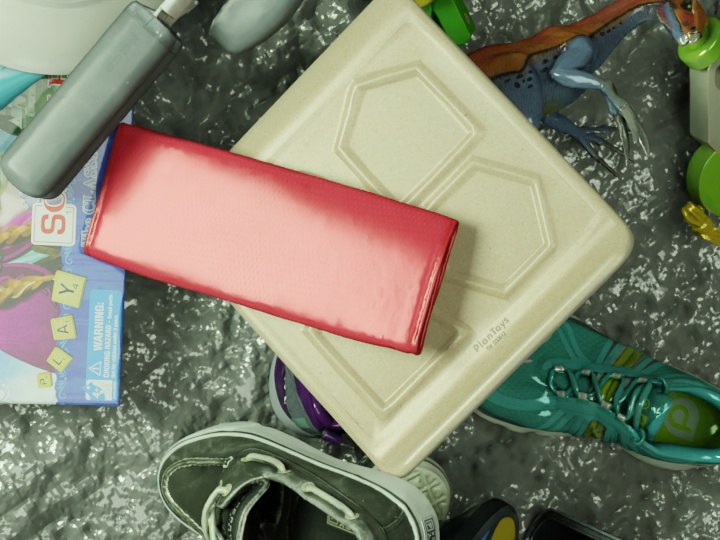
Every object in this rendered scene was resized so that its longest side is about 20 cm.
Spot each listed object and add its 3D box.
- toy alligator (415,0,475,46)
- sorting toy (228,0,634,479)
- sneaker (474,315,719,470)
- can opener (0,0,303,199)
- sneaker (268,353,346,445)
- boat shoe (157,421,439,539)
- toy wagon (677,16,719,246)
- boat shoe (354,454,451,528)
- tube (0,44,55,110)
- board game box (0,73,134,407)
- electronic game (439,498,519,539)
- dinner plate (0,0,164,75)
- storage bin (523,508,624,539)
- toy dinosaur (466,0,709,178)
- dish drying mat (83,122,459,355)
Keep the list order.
[{"bbox_3d":[0.029,-0.167,1.109,0.054,0.059,0.202,-12,113,23],"label":"toy alligator"},{"bbox_3d":[0.020,-0.020,1.021,0.185,0.036,0.200,-45,76,9],"label":"sorting toy"},{"bbox_3d":[0.151,0.072,1.137,0.198,0.080,0.078,15,89,-15],"label":"sneaker"},{"bbox_3d":[-0.103,-0.109,1.007,0.067,0.053,0.200,40,92,2],"label":"can opener"},{"bbox_3d":[0.000,0.000,1.086,0.074,0.087,0.202,8,91,-16],"label":"sneaker"},{"bbox_3d":[-0.051,0.126,1.023,0.063,0.199,0.072,-9,101,-46],"label":"boat shoe"},{"bbox_3d":[0.257,-0.108,1.162,0.155,0.040,0.201,36,93,-29],"label":"toy wagon"},{"bbox_3d":[-0.006,0.190,1.110,0.074,0.062,0.202,18,103,-18],"label":"boat shoe"},{"bbox_3d":[-0.254,-0.066,0.994,0.077,0.050,0.200,46,72,-18],"label":"tube"},{"bbox_3d":[-0.227,-0.028,1.045,0.197,0.041,0.202,2,91,-16],"label":"board game box"},{"bbox_3d":[0.039,0.221,1.064,0.041,0.200,0.202,24,85,17],"label":"electronic game"},{"bbox_3d":[-0.172,-0.206,1.031,0.198,0.024,0.203,6,76,-26],"label":"dinner plate"},{"bbox_3d":[0.149,0.227,1.080,0.093,0.200,0.136,24,86,-14],"label":"storage bin"},{"bbox_3d":[0.108,-0.113,1.077,0.200,0.105,0.182,40,75,-22],"label":"toy dinosaur"},{"bbox_3d":[-0.050,-0.017,1.013,0.198,0.018,0.078,16,90,18],"label":"dish drying mat"}]
